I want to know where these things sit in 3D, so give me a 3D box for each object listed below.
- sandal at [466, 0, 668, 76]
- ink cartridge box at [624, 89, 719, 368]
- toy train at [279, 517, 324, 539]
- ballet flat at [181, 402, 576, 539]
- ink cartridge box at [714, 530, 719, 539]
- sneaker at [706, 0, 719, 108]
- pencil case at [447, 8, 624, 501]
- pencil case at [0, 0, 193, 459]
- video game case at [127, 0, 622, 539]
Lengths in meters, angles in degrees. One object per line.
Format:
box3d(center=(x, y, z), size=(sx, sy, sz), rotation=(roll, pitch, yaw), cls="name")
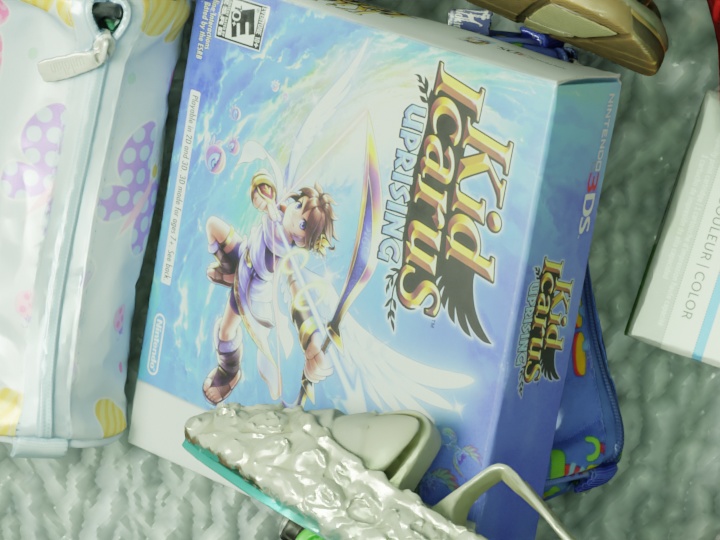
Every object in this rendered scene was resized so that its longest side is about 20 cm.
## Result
box3d(center=(0.086, -0.112, 1.083), size=(0.080, 0.200, 0.054), rotation=(22, 99, 6), cls="sandal")
box3d(center=(0.215, 0.008, 1.137), size=(0.200, 0.059, 0.104), rotation=(19, 92, 7), cls="ink cartridge box")
box3d(center=(0.059, 0.145, 1.174), size=(0.200, 0.042, 0.056), rotation=(33, 86, 7), cls="toy train")
box3d(center=(0.026, 0.091, 1.049), size=(0.200, 0.072, 0.072), rotation=(33, 96, 28), cls="ballet flat")
box3d(center=(0.218, 0.160, 1.096), size=(0.200, 0.146, 0.083), rotation=(36, 94, 7), cls="ink cartridge box")
box3d(center=(0.139, -0.108, 1.067), size=(0.078, 0.200, 0.116), rotation=(-33, 117, 17), cls="sneaker")
box3d(center=(0.058, -0.004, 1.150), size=(0.087, 0.078, 0.200), rotation=(-6, 91, 31), cls="pencil case")
box3d(center=(-0.120, -0.028, 1.160), size=(0.083, 0.091, 0.200), rotation=(3, 105, -31), cls="pencil case")
box3d(center=(0.000, 0.000, 1.119), size=(0.181, 0.045, 0.200), rotation=(20, 107, 36), cls="video game case")
